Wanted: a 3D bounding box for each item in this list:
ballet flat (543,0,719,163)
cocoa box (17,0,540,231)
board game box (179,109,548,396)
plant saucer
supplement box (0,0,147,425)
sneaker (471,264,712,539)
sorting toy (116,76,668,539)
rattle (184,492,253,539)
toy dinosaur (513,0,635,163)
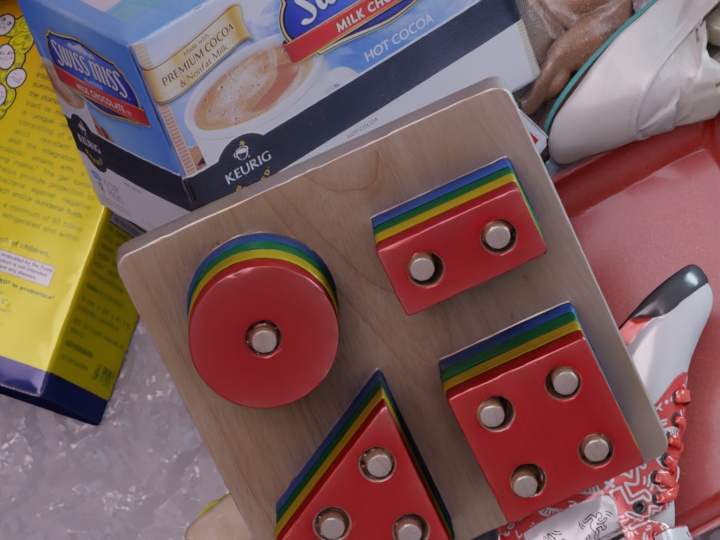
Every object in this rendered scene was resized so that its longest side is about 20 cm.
[{"bbox_3d":[0.177,-0.118,1.499,0.069,0.069,0.200,39,71,16],"label":"ballet flat"},{"bbox_3d":[-0.040,-0.117,1.440,0.200,0.131,0.133,-32,31,-19],"label":"cocoa box"},{"bbox_3d":[0.000,0.000,1.488,0.035,0.126,0.200,43,76,-15],"label":"board game box"},{"bbox_3d":[0.142,0.042,1.512,0.200,0.037,0.200,-28,74,5],"label":"plant saucer"},{"bbox_3d":[-0.166,-0.035,1.556,0.109,0.109,0.200,18,83,15],"label":"supplement box"},{"bbox_3d":[0.138,0.104,1.450,0.108,0.067,0.201,37,89,12],"label":"sneaker"},{"bbox_3d":[0.017,0.046,1.363,0.199,0.070,0.200,-24,109,5],"label":"sorting toy"},{"bbox_3d":[0.023,0.118,1.473,0.200,0.130,0.143,-33,67,8],"label":"rattle"},{"bbox_3d":[0.112,-0.142,1.537,0.135,0.086,0.200,-10,95,-28],"label":"toy dinosaur"}]
